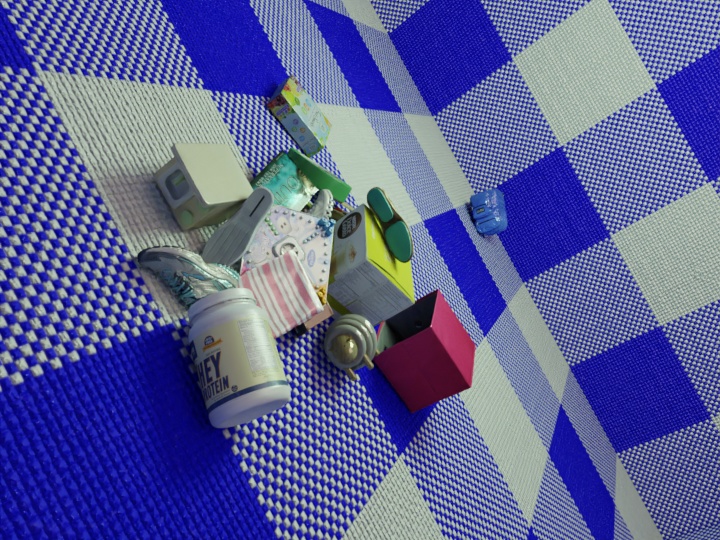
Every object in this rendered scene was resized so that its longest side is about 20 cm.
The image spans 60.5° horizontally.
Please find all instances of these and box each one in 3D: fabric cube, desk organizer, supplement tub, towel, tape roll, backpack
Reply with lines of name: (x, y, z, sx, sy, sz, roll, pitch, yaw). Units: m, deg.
fabric cube: (0.171, 0.213, 1.644, 0.201, 0.197, 0.197, 53, 26, -16)
desk organizer: (-0.144, 0.034, 1.358, 0.076, 0.072, 0.203, -27, 88, -28)
supplement tub: (-0.214, 0.150, 1.064, 0.144, 0.143, 0.204, 9, 55, -58)
towel: (-0.180, 0.058, 1.245, 0.197, 0.030, 0.149, -27, 88, -31)
tape roll: (-0.116, -0.256, 1.660, 0.198, 0.049, 0.201, 34, 9, -6)
backpack: (0.614, -0.278, 3.006, 0.165, 0.160, 0.206, 8, 68, -47)

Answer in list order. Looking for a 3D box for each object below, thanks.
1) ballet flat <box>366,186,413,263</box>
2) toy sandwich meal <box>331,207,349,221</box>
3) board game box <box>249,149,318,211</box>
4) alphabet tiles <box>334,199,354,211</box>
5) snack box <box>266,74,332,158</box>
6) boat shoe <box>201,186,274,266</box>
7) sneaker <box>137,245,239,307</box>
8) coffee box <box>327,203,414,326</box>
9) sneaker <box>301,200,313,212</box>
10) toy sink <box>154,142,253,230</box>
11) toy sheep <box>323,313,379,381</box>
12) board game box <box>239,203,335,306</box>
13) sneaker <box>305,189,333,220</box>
ballet flat: (0.080, -0.112, 1.515, 0.204, 0.069, 0.065, 66, 13, 9)
toy sandwich meal: (-0.014, -0.120, 1.689, 0.203, 0.071, 0.206, 35, -13, 9)
board game box: (-0.197, -0.184, 1.485, 0.135, 0.028, 0.201, 46, 47, -14)
alphabet tiles: (-0.048, -0.189, 1.754, 0.197, 0.006, 0.166, 30, 7, -30)
snack box: (-0.177, -0.462, 1.844, 0.201, 0.067, 0.170, 50, 27, -25)
boat shoe: (-0.242, -0.077, 1.253, 0.073, 0.201, 0.067, 42, -12, -3)
sneaker: (-0.307, 0.017, 1.111, 0.197, 0.077, 0.089, 22, 67, -37)
coffee box: (0.000, 0.000, 1.547, 0.199, 0.195, 0.203, 40, 32, -34)
sneaker: (-0.177, -0.169, 1.562, 0.080, 0.073, 0.203, -31, 90, -48)
toy sink: (-0.321, -0.166, 1.231, 0.132, 0.111, 0.200, 59, 21, 0)
toy sheep: (-0.020, 0.167, 1.428, 0.140, 0.136, 0.200, 57, 11, -4)
board game box: (-0.152, -0.040, 1.323, 0.195, 0.026, 0.206, 14, 68, -23)
sneaker: (-0.123, -0.114, 1.509, 0.079, 0.075, 0.205, 24, 71, -16)
